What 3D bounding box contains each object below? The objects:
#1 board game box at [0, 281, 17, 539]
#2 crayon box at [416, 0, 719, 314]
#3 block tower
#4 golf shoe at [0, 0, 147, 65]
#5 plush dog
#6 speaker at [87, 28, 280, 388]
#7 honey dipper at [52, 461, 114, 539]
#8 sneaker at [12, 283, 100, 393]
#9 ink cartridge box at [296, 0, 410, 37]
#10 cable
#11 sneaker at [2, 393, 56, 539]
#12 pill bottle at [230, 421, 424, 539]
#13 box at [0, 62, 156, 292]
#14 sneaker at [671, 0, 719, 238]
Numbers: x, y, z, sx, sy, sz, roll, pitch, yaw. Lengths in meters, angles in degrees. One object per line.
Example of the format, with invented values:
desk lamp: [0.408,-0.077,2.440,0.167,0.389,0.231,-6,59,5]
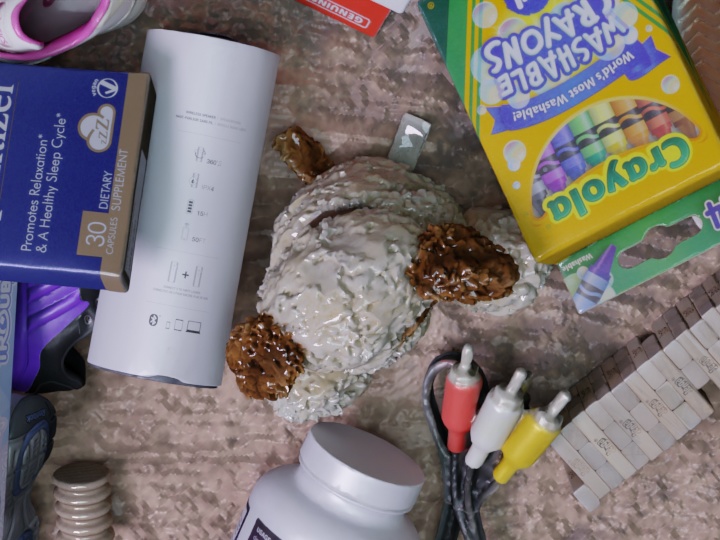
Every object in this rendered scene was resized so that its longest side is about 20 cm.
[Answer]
board game box: [-0.297,0.065,1.266,0.198,0.043,0.202,5,92,24]
crayon box: [0.131,-0.092,1.234,0.125,0.052,0.201,-27,81,17]
block tower: [0.197,0.059,1.323,0.200,0.054,0.058,-41,101,10]
golf shoe: [-0.221,-0.145,1.245,0.199,0.092,0.076,-18,106,6]
plush dog: [0.000,0.000,1.243,0.199,0.172,0.161,-30,104,8]
speaker: [-0.102,-0.037,1.256,0.081,0.081,0.202,10,91,-3]
honey dipper: [-0.172,0.221,1.375,0.038,0.038,0.202,-1,107,0]
sneaker: [-0.175,-0.015,1.295,0.099,0.070,0.201,14,113,-5]
ink cartridge box: [-0.058,-0.200,1.198,0.199,0.044,0.174,25,149,-7]
cable: [0.061,0.132,1.333,0.097,0.050,0.201,27,116,18]
sneaker: [-0.244,0.143,1.330,0.087,0.075,0.201,24,121,11]
pill bottle: [-0.034,0.199,1.329,0.112,0.113,0.201,23,104,-7]
box: [-0.220,-0.057,1.201,0.198,0.032,0.122,4,72,5]
sneaker: [0.224,-0.115,1.274,0.071,0.080,0.202,3,88,21]
